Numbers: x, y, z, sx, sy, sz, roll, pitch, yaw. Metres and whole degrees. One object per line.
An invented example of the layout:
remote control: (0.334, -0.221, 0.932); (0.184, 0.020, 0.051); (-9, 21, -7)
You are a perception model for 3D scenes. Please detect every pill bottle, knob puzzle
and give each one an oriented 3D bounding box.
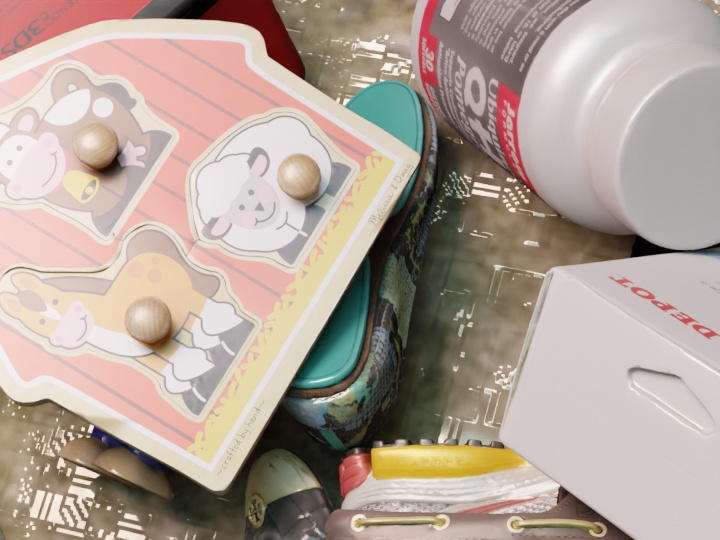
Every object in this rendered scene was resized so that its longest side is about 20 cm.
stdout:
pill bottle: (0.106, -0.082, 0.948); (0.110, 0.111, 0.200); (-35, 29, -5)
knob puzzle: (-0.100, -0.029, 0.926); (0.218, 0.030, 0.221); (0, 76, -1)

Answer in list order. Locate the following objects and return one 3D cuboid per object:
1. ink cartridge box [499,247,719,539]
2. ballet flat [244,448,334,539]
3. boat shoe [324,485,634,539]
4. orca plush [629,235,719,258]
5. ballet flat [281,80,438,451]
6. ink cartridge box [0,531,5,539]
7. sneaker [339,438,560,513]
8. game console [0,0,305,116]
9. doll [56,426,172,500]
ink cartridge box: (0.176, 0.057, 0.861); (0.144, 0.199, 0.085); (34, 116, 38)
ballet flat: (-0.031, 0.175, 0.936); (0.056, 0.066, 0.201); (3, 66, -24)
boat shoe: (0.083, 0.118, 0.872); (0.198, 0.072, 0.060); (-7, 75, 1)
orca plush: (0.159, -0.056, 0.998); (0.200, 0.071, 0.105); (-44, 67, -9)
ballet flat: (0.000, 0.000, 1.004); (0.074, 0.074, 0.201); (7, 51, 13)
ink cartridge box: (-0.192, 0.161, 0.933); (0.083, 0.145, 0.201); (-32, 65, -2)
sneaker: (0.089, 0.120, 0.944); (0.198, 0.078, 0.083); (-3, 75, 17)
game console: (-0.147, -0.100, 1.018); (0.200, 0.119, 0.173); (-42, 90, -9)
doll: (-0.074, 0.006, 1.000); (0.136, 0.048, 0.201); (5, 71, 58)
